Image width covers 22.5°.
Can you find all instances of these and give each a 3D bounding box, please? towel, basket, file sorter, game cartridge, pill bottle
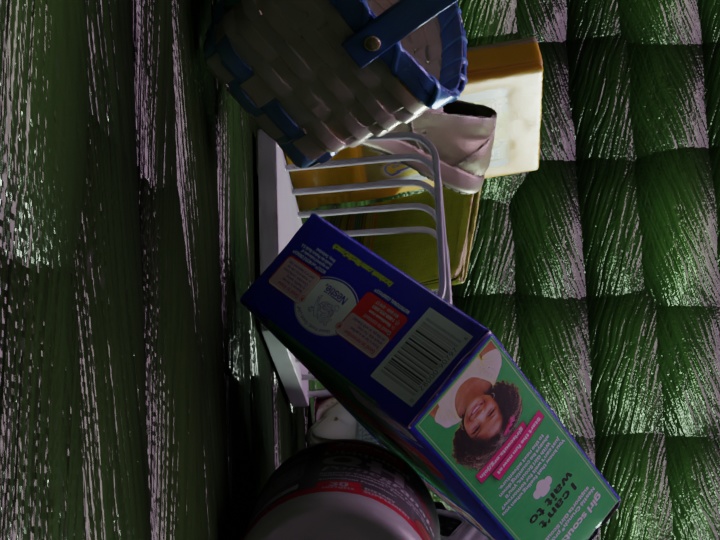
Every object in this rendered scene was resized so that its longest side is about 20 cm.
[{"bbox_3d":[0.023,-0.020,1.448,0.200,0.018,0.086,-11,-115,53],"label":"towel"},{"bbox_3d":[0.016,-0.160,0.967,0.139,0.200,0.176,51,18,-23],"label":"basket"},{"bbox_3d":[0.000,0.000,1.260,0.200,0.124,0.139,77,10,-71],"label":"file sorter"},{"bbox_3d":[0.039,-0.107,1.390,0.176,0.200,0.033,79,-1,-67],"label":"game cartridge"},{"bbox_3d":[-0.010,0.157,1.014,0.200,0.110,0.111,-72,159,-83],"label":"pill bottle"}]

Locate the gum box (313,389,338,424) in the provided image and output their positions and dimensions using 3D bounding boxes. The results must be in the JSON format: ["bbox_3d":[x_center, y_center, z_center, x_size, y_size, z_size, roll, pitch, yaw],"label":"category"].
[{"bbox_3d":[-0.006,0.203,1.482,0.200,0.066,0.114,-89,176,-54],"label":"gum box"}]

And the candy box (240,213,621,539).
[{"bbox_3d":[0.044,0.077,1.072,0.169,0.077,0.200,35,-9,45],"label":"candy box"}]

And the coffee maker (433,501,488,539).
[{"bbox_3d":[0.021,0.269,1.214,0.192,0.134,0.200,-68,166,10],"label":"coffee maker"}]

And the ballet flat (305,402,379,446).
[{"bbox_3d":[-0.010,0.155,1.359,0.069,0.071,0.200,117,-18,-73],"label":"ballet flat"}]

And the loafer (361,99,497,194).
[{"bbox_3d":[0.017,-0.120,1.270,0.068,0.200,0.076,-61,-145,9],"label":"loafer"}]
